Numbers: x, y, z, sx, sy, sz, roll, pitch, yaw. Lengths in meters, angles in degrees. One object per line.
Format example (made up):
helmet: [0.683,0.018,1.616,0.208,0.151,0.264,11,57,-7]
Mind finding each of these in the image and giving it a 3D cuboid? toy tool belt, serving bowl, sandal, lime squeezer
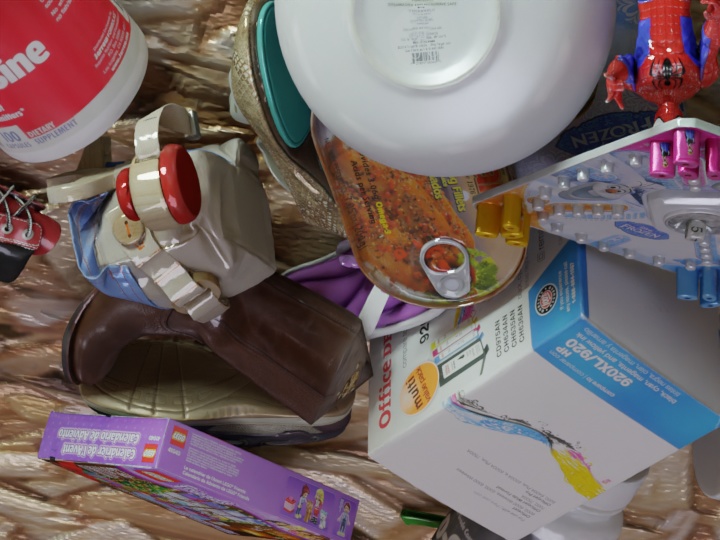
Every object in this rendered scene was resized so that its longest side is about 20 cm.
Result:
toy tool belt: [-0.134,-0.026,1.350,0.122,0.126,0.200,-12,170,13]
serving bowl: [0.042,-0.147,1.242,0.198,0.066,0.202,3,103,12]
sandal: [0.002,0.007,1.475,0.202,0.083,0.050,-32,159,34]
lime squeezer: [0.135,0.186,1.716,0.199,0.038,0.071,-18,103,24]

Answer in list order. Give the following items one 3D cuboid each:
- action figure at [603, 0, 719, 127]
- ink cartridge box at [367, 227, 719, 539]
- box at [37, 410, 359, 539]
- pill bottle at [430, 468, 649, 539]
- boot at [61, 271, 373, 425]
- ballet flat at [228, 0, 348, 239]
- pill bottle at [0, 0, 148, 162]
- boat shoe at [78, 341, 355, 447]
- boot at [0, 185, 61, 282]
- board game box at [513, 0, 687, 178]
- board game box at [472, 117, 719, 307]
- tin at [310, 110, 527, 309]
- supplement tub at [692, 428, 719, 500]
action figure: [0.162,-0.162,1.199,0.065,0.099,0.202,-3,101,9]
ink cartridge box: [0.120,0.056,1.480,0.144,0.148,0.199,33,130,-29]
box: [-0.116,0.152,1.613,0.136,0.039,0.199,-1,158,45]
pill bottle: [0.122,0.193,1.636,0.112,0.113,0.201,21,120,-19]
boot: [-0.096,0.058,1.505,0.199,0.064,0.187,30,134,6]
ballet flat: [-0.046,-0.090,1.394,0.065,0.071,0.201,5,139,34]
pill bottle: [-0.219,-0.165,1.283,0.111,0.113,0.200,-20,133,23]
boat shoe: [-0.102,0.097,1.596,0.198,0.072,0.065,1,138,0]
boot: [-0.259,-0.064,1.432,0.143,0.073,0.201,10,146,-8]
board game box: [0.081,-0.136,1.349,0.198,0.041,0.200,-12,135,17]
board game box: [0.198,-0.028,1.301,0.199,0.026,0.199,16,160,-30]
tin: [0.039,-0.062,1.362,0.111,0.042,0.201,-5,130,16]
supplement tub: [0.344,0.115,1.537,0.198,0.141,0.141,12,137,-10]
